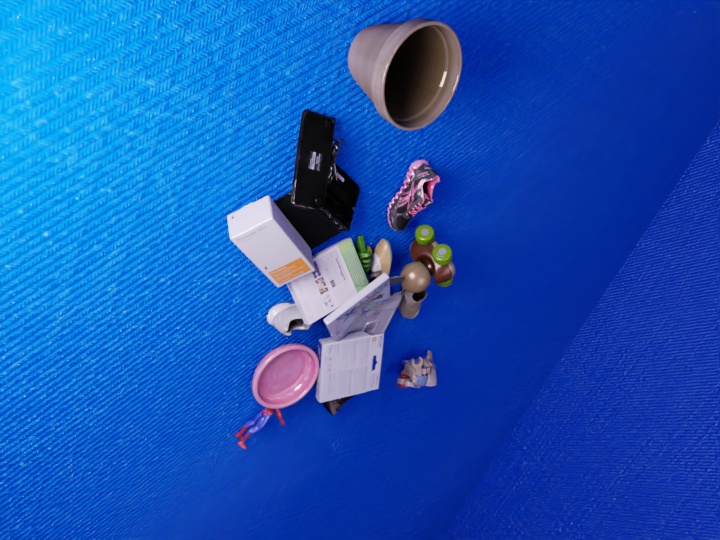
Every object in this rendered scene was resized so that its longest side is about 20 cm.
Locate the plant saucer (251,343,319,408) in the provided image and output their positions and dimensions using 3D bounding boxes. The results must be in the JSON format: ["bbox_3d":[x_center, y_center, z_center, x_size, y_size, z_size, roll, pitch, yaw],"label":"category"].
[{"bbox_3d":[-0.210,0.283,1.411,0.200,0.051,0.201,-19,125,-29],"label":"plant saucer"}]

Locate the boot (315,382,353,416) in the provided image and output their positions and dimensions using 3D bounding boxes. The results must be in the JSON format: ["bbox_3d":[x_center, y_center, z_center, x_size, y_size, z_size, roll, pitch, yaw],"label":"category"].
[{"bbox_3d":[-0.058,0.357,1.619,0.150,0.073,0.201,-32,135,-24],"label":"boot"}]

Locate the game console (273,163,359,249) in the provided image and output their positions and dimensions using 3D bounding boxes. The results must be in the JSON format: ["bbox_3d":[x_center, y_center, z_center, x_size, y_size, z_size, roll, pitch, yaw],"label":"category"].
[{"bbox_3d":[-0.113,-0.159,1.173,0.200,0.116,0.177,34,66,-52],"label":"game console"}]

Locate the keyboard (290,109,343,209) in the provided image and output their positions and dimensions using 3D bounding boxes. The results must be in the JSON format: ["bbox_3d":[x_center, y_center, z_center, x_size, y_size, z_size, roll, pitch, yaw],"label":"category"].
[{"bbox_3d":[-0.094,-0.224,1.073,0.104,0.040,0.201,9,89,-32],"label":"keyboard"}]

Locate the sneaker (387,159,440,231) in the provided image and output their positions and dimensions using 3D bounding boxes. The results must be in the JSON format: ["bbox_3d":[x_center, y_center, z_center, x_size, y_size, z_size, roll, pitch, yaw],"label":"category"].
[{"bbox_3d":[0.142,-0.182,1.334,0.079,0.095,0.201,0,123,-45],"label":"sneaker"}]

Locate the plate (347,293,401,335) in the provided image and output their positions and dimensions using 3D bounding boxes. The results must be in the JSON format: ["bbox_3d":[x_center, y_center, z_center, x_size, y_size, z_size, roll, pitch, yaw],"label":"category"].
[{"bbox_3d":[0.023,0.162,1.540,0.199,0.032,0.201,-8,135,-38],"label":"plate"}]

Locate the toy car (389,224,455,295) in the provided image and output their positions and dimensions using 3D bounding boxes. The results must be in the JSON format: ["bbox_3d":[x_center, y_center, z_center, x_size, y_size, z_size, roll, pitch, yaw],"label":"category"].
[{"bbox_3d":[0.153,0.000,1.460,0.200,0.158,0.164,-33,150,-7],"label":"toy car"}]

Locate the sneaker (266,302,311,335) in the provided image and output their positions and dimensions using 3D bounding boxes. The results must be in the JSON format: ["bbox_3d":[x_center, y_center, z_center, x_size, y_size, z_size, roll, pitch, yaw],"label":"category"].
[{"bbox_3d":[-0.134,0.108,1.319,0.199,0.092,0.076,-28,138,-24],"label":"sneaker"}]

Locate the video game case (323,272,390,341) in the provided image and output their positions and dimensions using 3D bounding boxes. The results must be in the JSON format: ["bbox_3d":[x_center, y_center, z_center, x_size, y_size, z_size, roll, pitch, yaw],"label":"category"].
[{"bbox_3d":[-0.003,0.102,1.365,0.200,0.022,0.182,-38,161,-10],"label":"video game case"}]

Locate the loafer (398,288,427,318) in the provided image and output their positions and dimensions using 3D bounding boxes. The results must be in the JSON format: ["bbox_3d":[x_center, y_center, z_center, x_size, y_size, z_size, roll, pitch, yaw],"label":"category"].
[{"bbox_3d":[0.166,0.083,1.602,0.075,0.068,0.201,-26,137,-25],"label":"loafer"}]

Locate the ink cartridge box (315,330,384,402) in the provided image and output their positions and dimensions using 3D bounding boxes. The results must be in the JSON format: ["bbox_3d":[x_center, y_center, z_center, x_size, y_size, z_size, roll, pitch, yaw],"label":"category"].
[{"bbox_3d":[-0.032,0.277,1.505,0.199,0.043,0.197,-7,114,-28],"label":"ink cartridge box"}]

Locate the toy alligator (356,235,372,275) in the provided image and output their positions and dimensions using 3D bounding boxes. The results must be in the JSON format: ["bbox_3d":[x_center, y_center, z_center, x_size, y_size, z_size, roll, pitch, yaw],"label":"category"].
[{"bbox_3d":[0.000,0.000,1.384,0.059,0.054,0.201,-17,132,-33],"label":"toy alligator"}]

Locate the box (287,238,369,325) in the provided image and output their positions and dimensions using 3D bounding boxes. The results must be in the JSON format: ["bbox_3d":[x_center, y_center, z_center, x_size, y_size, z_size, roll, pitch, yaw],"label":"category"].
[{"bbox_3d":[-0.081,0.025,1.281,0.200,0.036,0.145,-29,107,-27],"label":"box"}]

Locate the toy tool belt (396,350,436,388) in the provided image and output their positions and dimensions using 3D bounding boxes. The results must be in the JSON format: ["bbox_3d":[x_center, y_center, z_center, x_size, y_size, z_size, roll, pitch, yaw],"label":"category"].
[{"bbox_3d":[0.199,0.350,1.843,0.200,0.124,0.124,9,84,-50],"label":"toy tool belt"}]

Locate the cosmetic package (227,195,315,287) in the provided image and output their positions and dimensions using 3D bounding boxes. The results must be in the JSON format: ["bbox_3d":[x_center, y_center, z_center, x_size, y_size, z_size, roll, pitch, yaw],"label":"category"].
[{"bbox_3d":[-0.188,-0.057,1.107,0.101,0.071,0.200,-25,141,9],"label":"cosmetic package"}]

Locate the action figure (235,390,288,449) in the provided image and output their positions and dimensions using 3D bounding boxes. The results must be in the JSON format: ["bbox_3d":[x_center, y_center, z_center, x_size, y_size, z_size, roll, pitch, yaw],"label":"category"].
[{"bbox_3d":[-0.261,0.433,1.490,0.200,0.065,0.099,-50,125,3],"label":"action figure"}]

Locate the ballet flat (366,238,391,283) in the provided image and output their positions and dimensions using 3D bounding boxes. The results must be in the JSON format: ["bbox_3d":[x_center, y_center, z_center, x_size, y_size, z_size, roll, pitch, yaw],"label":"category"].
[{"bbox_3d":[0.048,0.004,1.425,0.063,0.069,0.201,-19,133,-23],"label":"ballet flat"}]

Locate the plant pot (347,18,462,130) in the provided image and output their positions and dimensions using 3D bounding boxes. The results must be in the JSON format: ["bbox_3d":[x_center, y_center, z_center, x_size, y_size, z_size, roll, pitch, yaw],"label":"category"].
[{"bbox_3d":[0.070,-0.404,1.013,0.199,0.173,0.201,-25,137,-26],"label":"plant pot"}]
